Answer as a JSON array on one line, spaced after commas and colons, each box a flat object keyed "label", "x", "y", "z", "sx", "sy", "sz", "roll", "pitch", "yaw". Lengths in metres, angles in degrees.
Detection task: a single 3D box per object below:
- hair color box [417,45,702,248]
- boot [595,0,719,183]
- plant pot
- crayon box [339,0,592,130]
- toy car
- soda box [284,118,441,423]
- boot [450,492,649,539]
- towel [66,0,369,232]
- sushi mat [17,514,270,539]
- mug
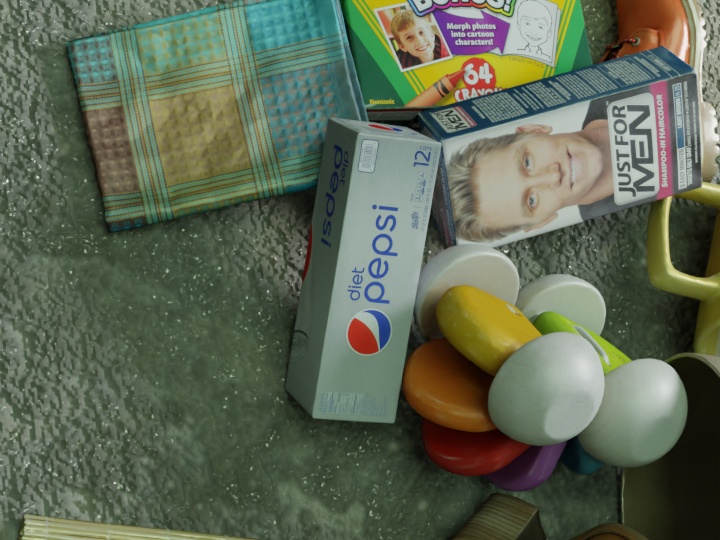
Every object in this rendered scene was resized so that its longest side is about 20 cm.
[{"label": "hair color box", "x": 0.150, "y": -0.089, "z": 1.158, "sx": 0.199, "sy": 0.061, "sz": 0.100, "roll": -16, "pitch": 120, "yaw": -9}, {"label": "boot", "x": 0.219, "y": -0.164, "z": 1.253, "sx": 0.107, "sy": 0.075, "sz": 0.201, "roll": -4, "pitch": 79, "yaw": -18}, {"label": "plant pot", "x": 0.287, "y": 0.162, "z": 1.109, "sx": 0.134, "sy": 0.200, "sz": 0.201, "roll": 4, "pitch": 75, "yaw": -14}, {"label": "crayon box", "x": 0.071, "y": -0.198, "z": 1.202, "sx": 0.199, "sy": 0.058, "sz": 0.173, "roll": -4, "pitch": 77, "yaw": -22}, {"label": "toy car", "x": 0.117, "y": 0.087, "z": 1.108, "sx": 0.200, "sy": 0.175, "sz": 0.150, "roll": 17, "pitch": 111, "yaw": -35}, {"label": "soda box", "x": 0.000, "y": 0.000, "z": 1.077, "sx": 0.063, "sy": 0.068, "sz": 0.201, "roll": 5, "pitch": 103, "yaw": -21}, {"label": "boot", "x": 0.122, "y": 0.239, "z": 1.051, "sx": 0.155, "sy": 0.200, "sz": 0.077, "roll": -51, "pitch": 141, "yaw": -28}, {"label": "towel", "x": -0.096, "y": -0.118, "z": 1.106, "sx": 0.199, "sy": 0.022, "sz": 0.147, "roll": -14, "pitch": 81, "yaw": -7}, {"label": "sushi mat", "x": -0.135, "y": 0.219, "z": 1.040, "sx": 0.199, "sy": 0.012, "sz": 0.096, "roll": 9, "pitch": 74, "yaw": -20}, {"label": "mug", "x": 0.328, "y": -0.012, "z": 1.213, "sx": 0.186, "sy": 0.149, "sz": 0.154, "roll": 35, "pitch": 53, "yaw": -44}]
